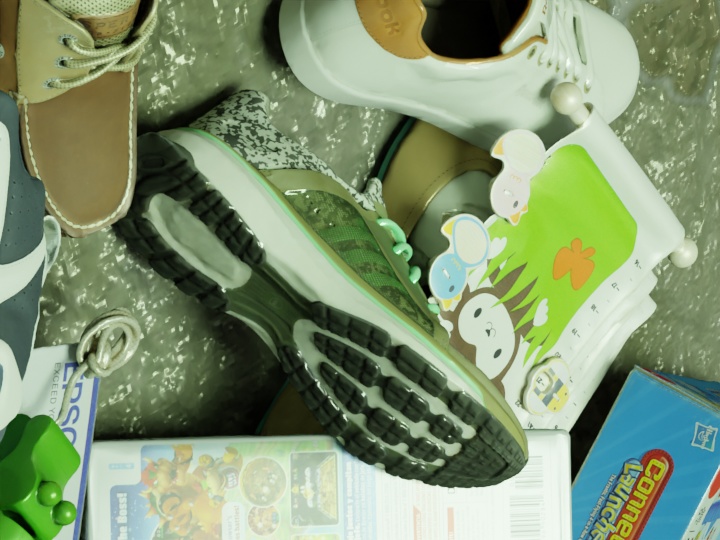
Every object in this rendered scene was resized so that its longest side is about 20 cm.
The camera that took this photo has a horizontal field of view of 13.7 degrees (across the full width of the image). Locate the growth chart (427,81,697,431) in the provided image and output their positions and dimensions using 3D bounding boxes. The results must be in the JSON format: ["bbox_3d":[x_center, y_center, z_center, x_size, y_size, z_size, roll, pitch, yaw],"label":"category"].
[{"bbox_3d":[0.066,0.031,1.259,0.145,0.018,0.200,37,81,-44],"label":"growth chart"}]

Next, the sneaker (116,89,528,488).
[{"bbox_3d":[0.000,0.000,1.178,0.200,0.077,0.089,44,51,-5],"label":"sneaker"}]

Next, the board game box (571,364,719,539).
[{"bbox_3d":[0.124,0.147,1.377,0.200,0.056,0.196,-64,163,5],"label":"board game box"}]

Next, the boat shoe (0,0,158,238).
[{"bbox_3d":[-0.111,-0.098,1.069,0.076,0.074,0.200,-33,129,-32],"label":"boat shoe"}]

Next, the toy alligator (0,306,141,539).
[{"bbox_3d":[-0.132,0.093,1.090,0.200,0.054,0.059,-49,136,-20],"label":"toy alligator"}]

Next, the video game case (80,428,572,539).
[{"bbox_3d":[-0.011,0.136,1.193,0.200,0.018,0.143,-1,88,-16],"label":"video game case"}]

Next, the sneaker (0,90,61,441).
[{"bbox_3d":[-0.181,-0.034,1.023,0.199,0.079,0.130,36,57,-20],"label":"sneaker"}]

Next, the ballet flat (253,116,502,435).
[{"bbox_3d":[0.024,0.015,1.272,0.069,0.063,0.200,29,86,-49],"label":"ballet flat"}]

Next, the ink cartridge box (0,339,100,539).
[{"bbox_3d":[-0.195,0.121,1.109,0.200,0.047,0.198,-6,111,-47],"label":"ink cartridge box"}]

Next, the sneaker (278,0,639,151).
[{"bbox_3d":[0.065,-0.094,1.236,0.200,0.085,0.073,1,74,-47],"label":"sneaker"}]
